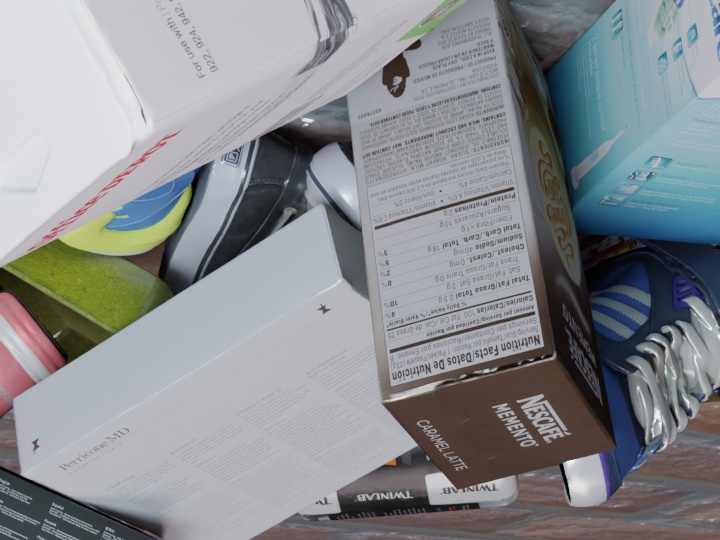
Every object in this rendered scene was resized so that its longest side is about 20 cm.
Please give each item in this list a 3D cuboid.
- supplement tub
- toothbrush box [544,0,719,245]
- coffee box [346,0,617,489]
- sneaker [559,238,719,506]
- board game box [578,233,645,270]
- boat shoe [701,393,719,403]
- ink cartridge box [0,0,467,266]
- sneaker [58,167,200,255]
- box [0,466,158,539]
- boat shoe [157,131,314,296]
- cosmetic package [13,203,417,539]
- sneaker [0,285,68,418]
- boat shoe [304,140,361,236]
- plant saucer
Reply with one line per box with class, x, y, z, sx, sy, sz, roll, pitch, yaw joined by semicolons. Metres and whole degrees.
supplement tub;0.014;0.120;1.276;0.198;0.124;0.123;-6;159;6
toothbrush box;0.189;-0.087;0.809;0.145;0.086;0.200;4;159;-18
coffee box;0.051;-0.019;0.783;0.079;0.202;0.114;-15;151;15
sneaker;0.164;0.040;0.866;0.145;0.081;0.200;-12;-160;11
board game box;0.141;-0.019;0.968;0.199;0.020;0.103;-25;160;-8
boat shoe;0.207;0.058;1.215;0.199;0.074;0.065;-2;-156;40
ink cartridge box;-0.056;-0.093;0.634;0.199;0.084;0.145;-31;180;-39
sneaker;-0.165;-0.064;0.863;0.199;0.076;0.105;4;147;-38
box;-0.207;0.123;0.927;0.199;0.044;0.160;27;170;-10
boat shoe;-0.070;-0.019;0.973;0.068;0.074;0.200;17;146;-11
cosmetic package;-0.050;0.064;0.871;0.199;0.052;0.151;-31;143;20
sneaker;-0.256;0.032;0.971;0.199;0.087;0.074;24;155;38
boat shoe;0.000;0.000;0.910;0.067;0.074;0.200;-36;154;1
plant saucer;-0.152;0.033;0.992;0.199;0.048;0.200;28;158;30
